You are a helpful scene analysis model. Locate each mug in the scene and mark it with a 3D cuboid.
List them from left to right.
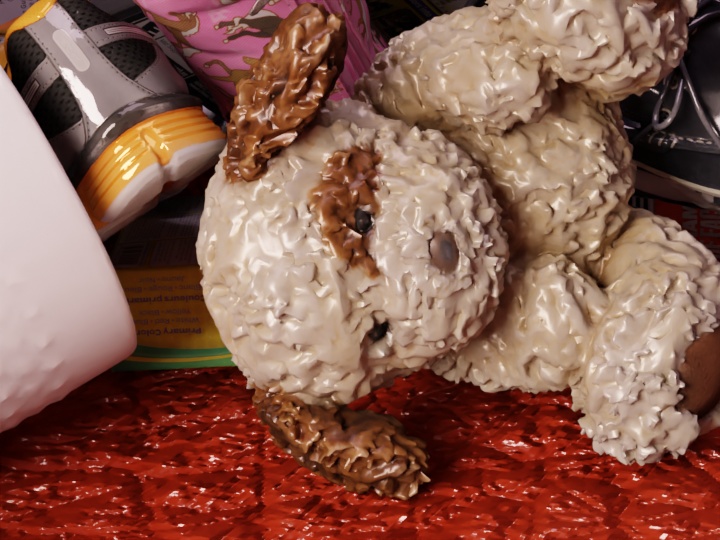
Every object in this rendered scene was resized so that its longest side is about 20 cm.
[{"bbox_3d":[-0.194,0.010,0.745,0.175,0.148,0.200,-31,5,-14],"label":"mug"}]

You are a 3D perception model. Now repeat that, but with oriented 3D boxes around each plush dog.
[{"bbox_3d":[0.020,-0.020,0.736,0.171,0.201,0.160,-20,17,-31],"label":"plush dog"}]

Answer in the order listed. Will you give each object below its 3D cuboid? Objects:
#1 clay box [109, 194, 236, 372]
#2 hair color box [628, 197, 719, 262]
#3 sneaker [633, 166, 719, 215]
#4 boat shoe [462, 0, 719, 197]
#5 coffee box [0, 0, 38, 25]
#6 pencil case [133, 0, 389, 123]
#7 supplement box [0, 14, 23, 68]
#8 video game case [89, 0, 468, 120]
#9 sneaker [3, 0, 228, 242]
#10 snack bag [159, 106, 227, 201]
[{"bbox_3d":[0.000,0.000,0.879,0.199,0.048,0.115,-2,17,2],"label":"clay box"},{"bbox_3d":[0.211,-0.044,0.954,0.199,0.064,0.111,3,20,20],"label":"hair color box"},{"bbox_3d":[0.148,-0.032,0.859,0.129,0.200,0.079,-26,-25,30],"label":"sneaker"},{"bbox_3d":[0.121,-0.074,0.806,0.199,0.075,0.062,14,-16,36],"label":"boat shoe"},{"bbox_3d":[-0.174,-0.189,1.136,0.196,0.201,0.200,-6,-2,-11],"label":"coffee box"},{"bbox_3d":[-0.031,-0.092,0.789,0.082,0.200,0.087,-16,61,10],"label":"pencil case"},{"bbox_3d":[-0.204,-0.042,0.916,0.199,0.067,0.069,-29,18,-21],"label":"supplement box"},{"bbox_3d":[0.012,-0.104,0.907,0.180,0.026,0.200,-17,-25,23],"label":"video game case"},{"bbox_3d":[-0.097,-0.055,0.790,0.078,0.077,0.200,-37,3,-13],"label":"sneaker"},{"bbox_3d":[-0.146,-0.041,0.990,0.199,0.022,0.189,-19,16,16],"label":"snack bag"}]
